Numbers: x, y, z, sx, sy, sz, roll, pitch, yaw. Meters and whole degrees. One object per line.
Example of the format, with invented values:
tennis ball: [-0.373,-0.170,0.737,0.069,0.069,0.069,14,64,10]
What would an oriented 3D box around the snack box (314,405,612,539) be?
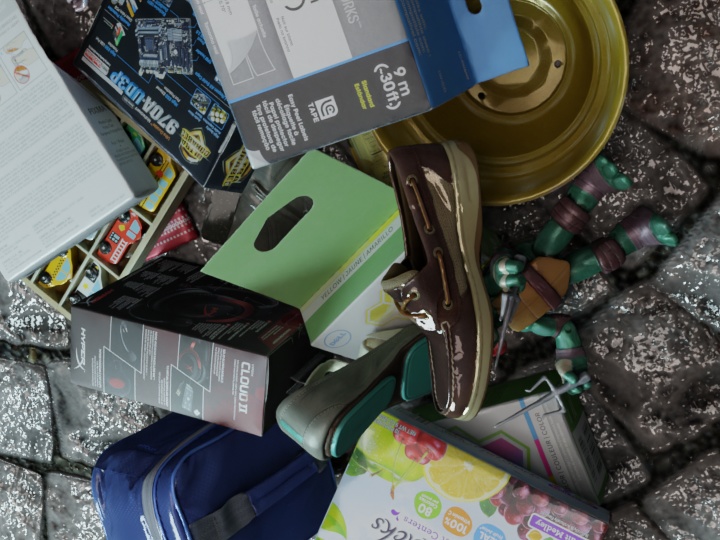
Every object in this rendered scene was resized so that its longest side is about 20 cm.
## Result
snack box: [0.076,0.211,0.887,0.200,0.053,0.142,25,96,16]

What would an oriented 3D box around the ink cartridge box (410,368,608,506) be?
ink cartridge box: [0.095,0.160,0.948,0.200,0.059,0.104,-18,99,25]

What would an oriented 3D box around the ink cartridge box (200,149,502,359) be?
ink cartridge box: [0.000,0.000,0.875,0.146,0.200,0.048,-45,46,27]

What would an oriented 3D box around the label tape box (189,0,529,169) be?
label tape box: [-0.002,-0.171,0.766,0.200,0.063,0.144,-17,103,13]

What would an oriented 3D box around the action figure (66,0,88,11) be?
action figure: [-0.208,-0.304,0.889,0.149,0.134,0.200,-29,67,3]

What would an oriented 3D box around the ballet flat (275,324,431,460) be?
ballet flat: [0.012,0.077,0.869,0.064,0.200,0.067,27,125,27]

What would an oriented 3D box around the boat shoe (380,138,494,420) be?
boat shoe: [0.048,0.009,0.800,0.072,0.072,0.200,-4,96,-15]

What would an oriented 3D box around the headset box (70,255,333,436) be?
headset box: [-0.119,0.060,0.953,0.200,0.149,0.075,12,111,17]

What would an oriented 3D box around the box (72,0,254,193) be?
box: [-0.130,-0.181,0.891,0.200,0.046,0.159,41,110,31]

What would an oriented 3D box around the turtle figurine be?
turtle figurine: [0.134,0.014,0.843,0.200,0.150,0.101,-47,45,4]

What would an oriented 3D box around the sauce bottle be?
sauce bottle: [0.006,-0.142,0.891,0.065,0.065,0.200,-21,96,25]

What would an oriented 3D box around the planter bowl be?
planter bowl: [0.102,-0.154,0.837,0.200,0.083,0.201,6,107,19]

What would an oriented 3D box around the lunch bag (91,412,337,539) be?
lunch bag: [-0.109,0.185,0.966,0.132,0.200,0.136,-4,107,41]

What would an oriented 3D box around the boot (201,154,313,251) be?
boot: [-0.043,-0.088,0.937,0.131,0.068,0.200,21,112,1]

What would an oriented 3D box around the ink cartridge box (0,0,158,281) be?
ink cartridge box: [-0.291,-0.113,0.972,0.160,0.047,0.200,-29,93,24]

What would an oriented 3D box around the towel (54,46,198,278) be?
towel: [-0.246,-0.095,1.027,0.145,0.022,0.200,-22,99,24]

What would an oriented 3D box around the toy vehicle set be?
toy vehicle set: [-0.239,-0.055,1.010,0.124,0.027,0.200,37,114,4]
